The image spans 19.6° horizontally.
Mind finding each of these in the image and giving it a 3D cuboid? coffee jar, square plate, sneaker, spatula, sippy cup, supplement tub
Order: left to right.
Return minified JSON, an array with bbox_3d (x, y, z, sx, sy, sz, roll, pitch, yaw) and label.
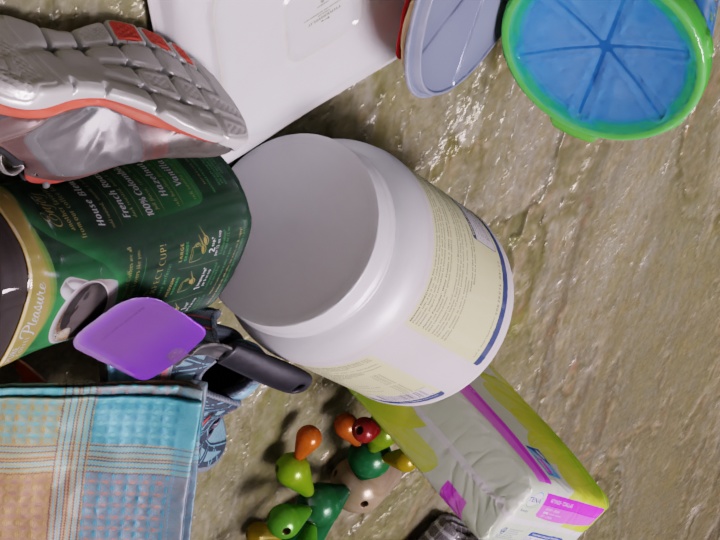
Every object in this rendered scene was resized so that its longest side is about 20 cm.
[{"bbox_3d":[-0.165,-0.009,1.180,0.200,0.085,0.104,-16,147,-42],"label":"coffee jar"},{"bbox_3d":[-0.153,-0.084,1.127,0.200,0.077,0.082,9,132,-42],"label":"sneaker"},{"bbox_3d":[-0.102,0.081,1.334,0.095,0.079,0.200,-8,155,7],"label":"sneaker"},{"bbox_3d":[-0.087,0.050,1.232,0.056,0.021,0.200,-37,153,21],"label":"spatula"},{"bbox_3d":[-0.031,-0.157,1.223,0.200,0.028,0.198,-34,149,-20],"label":"square plate"},{"bbox_3d":[0.000,0.000,1.341,0.145,0.145,0.200,-49,151,6],"label":"supplement tub"},{"bbox_3d":[0.175,-0.176,1.348,0.178,0.140,0.130,-23,-153,42],"label":"sippy cup"}]

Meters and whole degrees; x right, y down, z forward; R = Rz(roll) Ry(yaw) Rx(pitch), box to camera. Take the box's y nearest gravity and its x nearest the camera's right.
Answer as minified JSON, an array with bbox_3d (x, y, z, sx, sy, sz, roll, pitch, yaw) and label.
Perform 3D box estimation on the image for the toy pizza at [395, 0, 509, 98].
[{"bbox_3d":[0.072,-0.199,1.266,0.200,0.032,0.200,-54,162,-26],"label":"toy pizza"}]

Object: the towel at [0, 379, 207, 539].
[{"bbox_3d":[-0.195,0.133,1.260,0.200,0.022,0.147,1,114,-16],"label":"towel"}]

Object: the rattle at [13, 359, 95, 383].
[{"bbox_3d":[-0.199,0.139,1.357,0.143,0.130,0.200,-25,117,-68],"label":"rattle"}]

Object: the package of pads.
[{"bbox_3d":[0.080,0.117,1.534,0.068,0.200,0.154,-47,152,12],"label":"package of pads"}]

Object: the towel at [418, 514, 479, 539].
[{"bbox_3d":[0.077,0.312,1.900,0.166,0.086,0.200,-50,149,4],"label":"towel"}]

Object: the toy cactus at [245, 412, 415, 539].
[{"bbox_3d":[-0.012,0.177,1.614,0.165,0.102,0.200,-19,140,-59],"label":"toy cactus"}]
